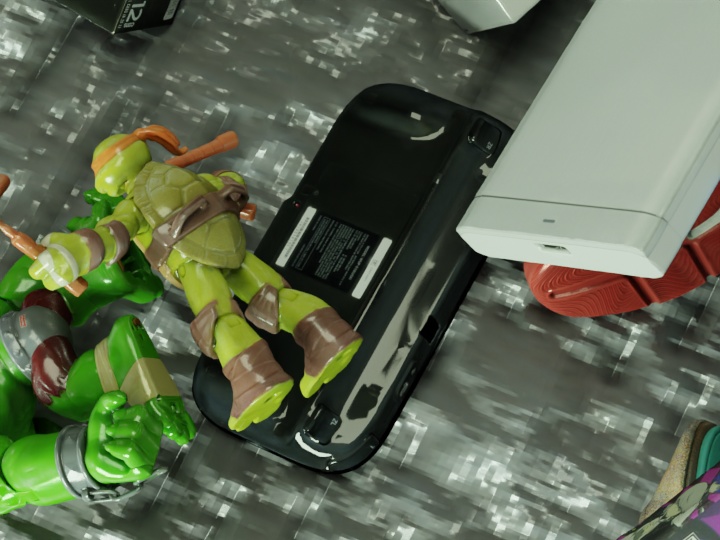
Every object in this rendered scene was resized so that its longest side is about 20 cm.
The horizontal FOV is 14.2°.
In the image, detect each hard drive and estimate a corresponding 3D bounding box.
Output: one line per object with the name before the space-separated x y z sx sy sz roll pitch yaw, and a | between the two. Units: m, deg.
hard drive | 0.139 -0.089 1.348 0.132 0.027 0.200 8 60 53

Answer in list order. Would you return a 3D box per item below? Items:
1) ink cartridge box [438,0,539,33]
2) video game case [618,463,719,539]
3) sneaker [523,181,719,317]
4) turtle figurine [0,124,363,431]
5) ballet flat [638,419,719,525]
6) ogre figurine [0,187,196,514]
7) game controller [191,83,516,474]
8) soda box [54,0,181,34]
ink cartridge box | 0.089 -0.237 1.429 0.200 0.084 0.146 -44 101 -11
video game case | 0.236 0.139 1.214 0.181 0.036 0.200 -39 102 12
sneaker | 0.153 -0.065 1.400 0.200 0.078 0.116 -30 44 1
turtle figurine | -0.070 -0.012 1.336 0.161 0.200 0.064 49 118 12
ballet flat | 0.142 0.165 1.295 0.067 0.068 0.200 -17 61 29
ogre figurine | -0.151 0.046 1.357 0.120 0.098 0.200 -26 56 11
game controller | 0.000 0.000 1.401 0.104 0.042 0.200 20 70 30
soda box | -0.099 -0.221 1.432 0.071 0.063 0.200 31 111 18
